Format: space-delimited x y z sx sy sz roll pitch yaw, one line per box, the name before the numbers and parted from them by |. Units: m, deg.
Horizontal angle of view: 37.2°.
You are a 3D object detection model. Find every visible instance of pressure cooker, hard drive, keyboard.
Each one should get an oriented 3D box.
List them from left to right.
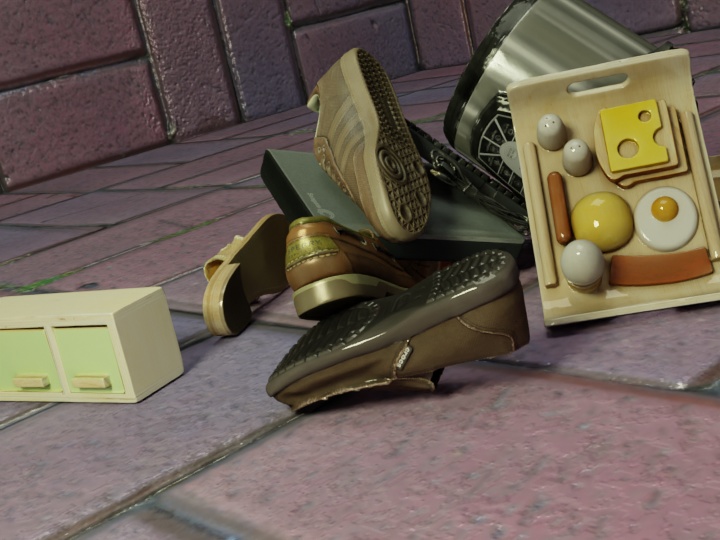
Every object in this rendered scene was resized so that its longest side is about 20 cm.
hard drive | 0.025 -0.055 0.931 0.198 0.033 0.140 2 32 -28
keyboard | 0.112 -0.072 0.940 0.021 0.199 0.127 -55 6 16
pressure cooker | 0.195 -0.135 0.937 0.199 0.179 0.176 36 7 12

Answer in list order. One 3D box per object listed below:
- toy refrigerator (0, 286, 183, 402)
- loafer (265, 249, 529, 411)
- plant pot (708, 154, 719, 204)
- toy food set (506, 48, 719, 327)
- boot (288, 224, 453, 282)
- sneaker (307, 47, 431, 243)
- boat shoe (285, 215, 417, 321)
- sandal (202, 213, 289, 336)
toy refrigerator | -0.250 0.064 0.893 0.198 0.077 0.070 -3 16 32
loafer | 0.024 0.057 0.701 0.199 0.071 0.073 -24 16 29
plant pot | 0.341 -0.078 1.028 0.198 0.028 0.200 -13 13 3
toy food set | 0.192 -0.062 0.796 0.142 0.202 0.060 -10 -20 12
boot | 0.021 -0.028 1.041 0.199 0.076 0.107 12 24 41
sneaker | 0.003 -0.092 0.889 0.075 0.201 0.070 -36 -43 30
boat shoe | 0.000 0.000 0.808 0.071 0.069 0.200 -19 -12 12
sandal | -0.124 0.001 1.029 0.069 0.078 0.212 -4 21 17
